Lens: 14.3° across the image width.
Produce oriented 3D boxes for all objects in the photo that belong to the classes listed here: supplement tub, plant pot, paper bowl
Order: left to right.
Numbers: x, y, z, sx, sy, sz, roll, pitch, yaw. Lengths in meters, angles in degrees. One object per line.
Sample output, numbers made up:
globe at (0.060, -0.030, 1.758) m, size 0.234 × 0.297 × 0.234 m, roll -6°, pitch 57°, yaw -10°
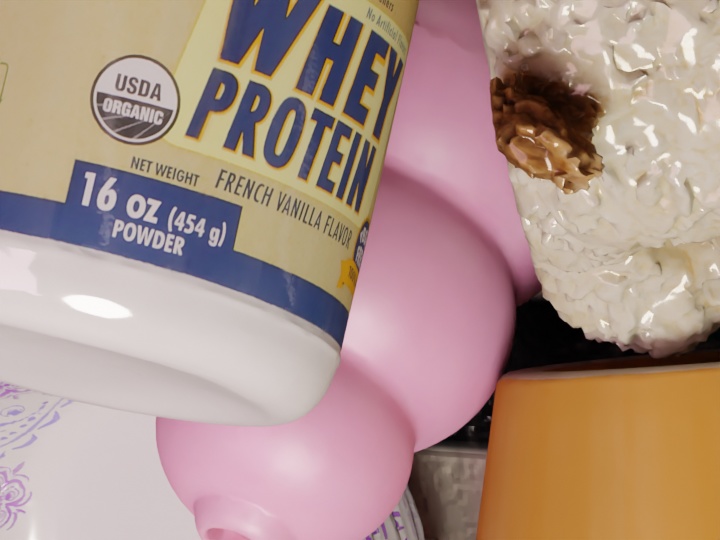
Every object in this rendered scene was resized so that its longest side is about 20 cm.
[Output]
supplement tub at (-0.058, -0.070, 0.779) m, size 0.144 × 0.144 × 0.201 m, roll 5°, pitch 77°, yaw 35°
paper bowl at (-0.062, 0.104, 1.017) m, size 0.200 × 0.104 × 0.202 m, roll 11°, pitch 109°, yaw 33°
plant pot at (0.109, 0.117, 0.852) m, size 0.199 × 0.200 × 0.185 m, roll -6°, pitch 89°, yaw 37°

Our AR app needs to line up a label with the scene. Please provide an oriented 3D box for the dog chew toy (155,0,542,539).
dog chew toy at (0.000, 0.000, 0.883) m, size 0.124 × 0.201 × 0.125 m, roll 18°, pitch 152°, yaw 10°

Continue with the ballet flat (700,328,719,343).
ballet flat at (0.164, -0.031, 0.844) m, size 0.199 × 0.068 × 0.073 m, roll -16°, pitch 78°, yaw 39°

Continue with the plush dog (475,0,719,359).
plush dog at (0.118, -0.067, 0.751) m, size 0.171 × 0.161 × 0.201 m, roll -10°, pitch 104°, yaw 5°
